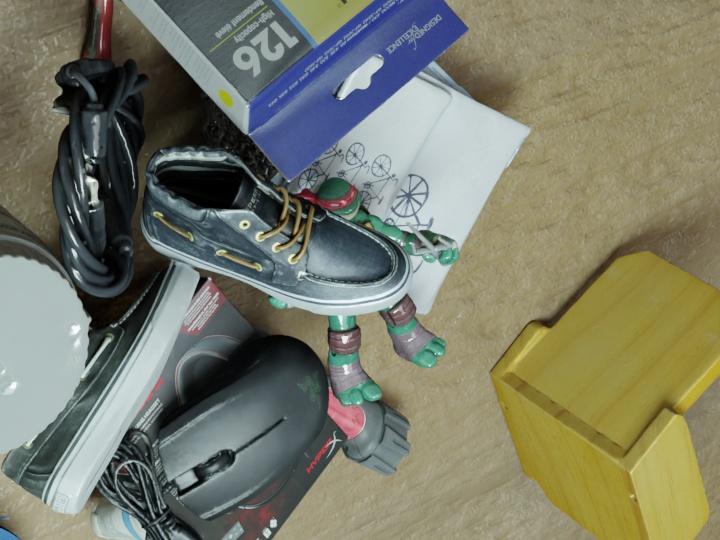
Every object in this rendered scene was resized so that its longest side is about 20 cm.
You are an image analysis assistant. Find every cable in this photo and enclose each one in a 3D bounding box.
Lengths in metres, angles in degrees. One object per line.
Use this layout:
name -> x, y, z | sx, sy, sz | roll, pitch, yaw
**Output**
cable -> -0.172, -0.064, 1.481 | 0.050, 0.200, 0.164 | -4, 92, 3

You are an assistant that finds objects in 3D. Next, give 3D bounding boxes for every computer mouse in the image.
computer mouse -> -0.086, 0.127, 1.542 | 0.200, 0.053, 0.139 | -45, 114, -26

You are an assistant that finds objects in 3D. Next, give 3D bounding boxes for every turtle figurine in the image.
turtle figurine -> 0.000, 0.000, 1.624 | 0.149, 0.101, 0.201 | -19, 127, -4

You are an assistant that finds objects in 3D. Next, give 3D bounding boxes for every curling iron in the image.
curling iron -> -0.182, -0.146, 1.556 | 0.049, 0.026, 0.201 | 1, 111, -32

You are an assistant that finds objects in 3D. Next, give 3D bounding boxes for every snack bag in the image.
snack bag -> 0.027, -0.063, 1.689 | 0.199, 0.021, 0.189 | 23, 99, -40

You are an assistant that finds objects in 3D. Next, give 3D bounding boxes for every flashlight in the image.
flashlight -> -0.037, 0.113, 1.754 | 0.200, 0.068, 0.068 | 35, 88, -40

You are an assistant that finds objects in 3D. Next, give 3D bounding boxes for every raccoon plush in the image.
raccoon plush -> -0.113, -0.113, 1.563 | 0.134, 0.097, 0.200 | 41, 88, -2

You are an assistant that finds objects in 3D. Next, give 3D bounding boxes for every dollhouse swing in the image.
dollhouse swing -> 0.248, 0.119, 1.872 | 0.175, 0.200, 0.182 | -34, 127, -18

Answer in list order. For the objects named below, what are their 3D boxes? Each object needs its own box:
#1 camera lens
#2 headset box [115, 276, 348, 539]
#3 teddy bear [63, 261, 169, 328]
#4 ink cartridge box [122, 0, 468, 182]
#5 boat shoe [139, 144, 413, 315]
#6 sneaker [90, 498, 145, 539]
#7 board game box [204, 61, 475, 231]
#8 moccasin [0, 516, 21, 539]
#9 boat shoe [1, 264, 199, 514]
camera lens -> -0.290, 0.021, 1.444 | 0.159, 0.200, 0.161 | -15, 120, -28
headset box -> -0.126, 0.110, 1.592 | 0.149, 0.075, 0.200 | -51, 118, -24
teddy bear -> -0.194, 0.067, 1.622 | 0.199, 0.067, 0.146 | -3, 110, -35
ink cartridge box -> -0.047, -0.199, 1.522 | 0.200, 0.047, 0.198 | 46, 65, 4
boat shoe -> -0.058, -0.027, 1.487 | 0.091, 0.199, 0.071 | 100, 4, -66
sneaker -> -0.139, 0.172, 1.716 | 0.200, 0.086, 0.075 | -12, 87, -53
board game box -> -0.012, -0.094, 1.689 | 0.199, 0.043, 0.200 | -52, 130, -3
moccasin -> -0.318, 0.199, 1.599 | 0.200, 0.068, 0.081 | 39, 79, -41
boat shoe -> -0.179, 0.069, 1.478 | 0.201, 0.071, 0.072 | -61, 178, -27
